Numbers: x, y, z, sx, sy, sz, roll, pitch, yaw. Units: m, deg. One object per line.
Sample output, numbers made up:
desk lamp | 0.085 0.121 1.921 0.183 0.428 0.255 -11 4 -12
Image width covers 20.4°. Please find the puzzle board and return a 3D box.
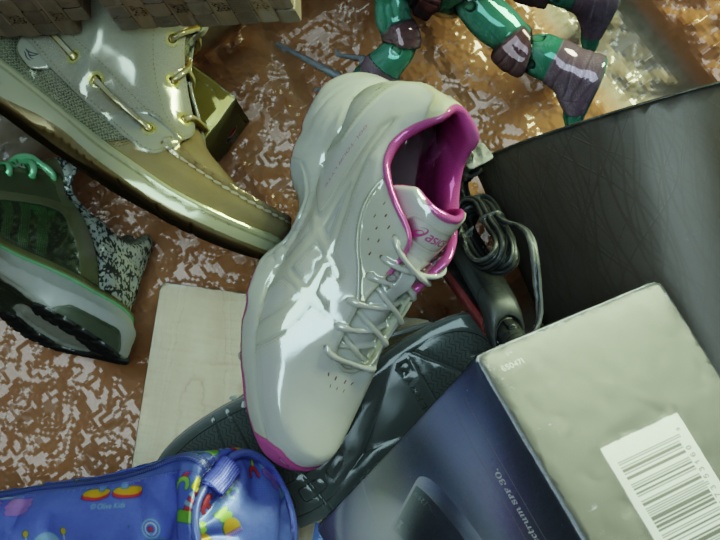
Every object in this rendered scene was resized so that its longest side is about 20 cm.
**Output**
puzzle board | -0.049 0.115 1.076 0.150 0.017 0.201 8 85 4

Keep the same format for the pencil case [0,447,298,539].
pencil case | -0.130 0.136 1.010 0.199 0.078 0.087 -11 117 31

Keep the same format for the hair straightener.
hair straightener | 0.047 -0.023 0.996 0.041 0.200 0.077 -6 124 -13

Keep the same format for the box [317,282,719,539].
box | 0.103 0.150 0.942 0.123 0.198 0.200 -20 71 -32

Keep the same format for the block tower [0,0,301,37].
block tower | -0.131 -0.148 0.965 0.199 0.054 0.058 -3 76 8

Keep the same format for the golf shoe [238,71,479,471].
golf shoe | 0.000 0.000 0.965 0.091 0.075 0.201 6 81 46

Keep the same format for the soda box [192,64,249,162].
soda box | -0.159 -0.119 1.087 0.200 0.064 0.068 37 86 7

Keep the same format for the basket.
basket | 0.167 0.018 1.014 0.180 0.136 0.201 -17 87 21

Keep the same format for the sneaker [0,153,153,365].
sneaker | -0.184 -0.033 1.047 0.077 0.200 0.089 -3 54 44

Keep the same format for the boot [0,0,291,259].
boot | -0.090 -0.111 1.016 0.200 0.072 0.155 33 84 7

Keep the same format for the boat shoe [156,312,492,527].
boat shoe | -0.012 0.078 1.044 0.201 0.065 0.075 -28 94 5

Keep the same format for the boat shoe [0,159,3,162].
boat shoe | -0.276 0.002 1.080 0.200 0.068 0.075 -35 76 -21

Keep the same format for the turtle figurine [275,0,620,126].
turtle figurine | 0.034 -0.149 1.049 0.199 0.101 0.150 21 69 -3
